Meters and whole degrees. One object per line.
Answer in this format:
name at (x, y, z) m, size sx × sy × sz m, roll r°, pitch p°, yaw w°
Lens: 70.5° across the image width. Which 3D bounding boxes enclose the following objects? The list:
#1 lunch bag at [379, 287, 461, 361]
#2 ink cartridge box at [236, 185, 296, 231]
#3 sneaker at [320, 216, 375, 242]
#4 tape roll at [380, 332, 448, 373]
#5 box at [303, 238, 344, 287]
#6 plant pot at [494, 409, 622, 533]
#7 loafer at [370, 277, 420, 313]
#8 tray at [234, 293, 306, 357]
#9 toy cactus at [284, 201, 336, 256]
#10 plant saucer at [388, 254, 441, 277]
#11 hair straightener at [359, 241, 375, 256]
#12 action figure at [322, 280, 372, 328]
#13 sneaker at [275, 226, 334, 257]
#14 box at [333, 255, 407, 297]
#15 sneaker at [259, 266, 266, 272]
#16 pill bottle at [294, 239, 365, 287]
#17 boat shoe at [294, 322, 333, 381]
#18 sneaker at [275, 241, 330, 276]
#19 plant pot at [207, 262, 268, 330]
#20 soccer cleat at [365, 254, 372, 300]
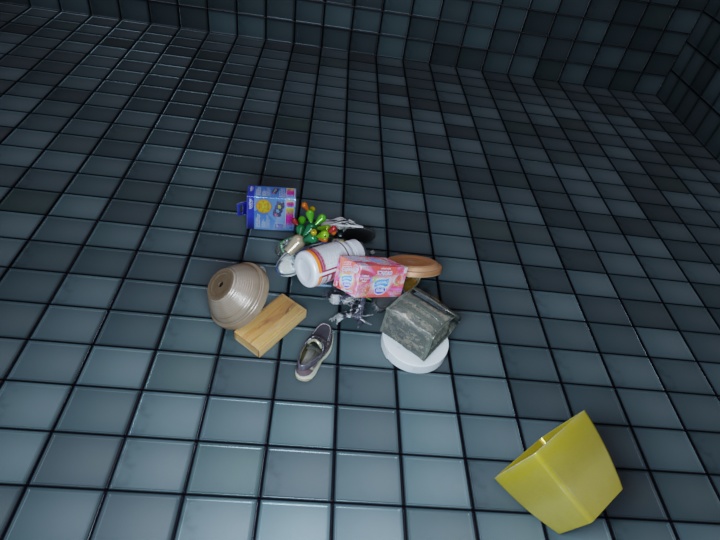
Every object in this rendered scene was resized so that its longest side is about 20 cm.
lunch bag at (0.183, 0.136, 1.471) m, size 0.163 × 0.118 × 0.199 m, roll 33°, pitch 42°, yaw 22°
ink cartridge box at (-0.325, -0.215, 1.767) m, size 0.197 × 0.138 × 0.077 m, roll 3°, pitch 38°, yaw -8°
sneaker at (-0.043, -0.154, 1.806) m, size 0.197 × 0.075 × 0.089 m, roll 7°, pitch 45°, yaw -5°
tape roll at (0.159, 0.210, 1.498) m, size 0.200 × 0.037 × 0.204 m, roll 5°, pitch 44°, yaw -5°
box at (-0.119, -0.030, 1.688) m, size 0.135 × 0.038 × 0.201 m, roll 3°, pitch 44°, yaw -7°
plant pot at (0.472, 0.479, 1.181) m, size 0.199 × 0.201 × 0.177 m, roll -23°, pitch 64°, yaw -31°
loafer at (0.111, 0.064, 1.599) m, size 0.199 × 0.072 × 0.073 m, roll -36°, pitch 88°, yaw -36°
tray at (-0.258, 0.154, 1.473) m, size 0.098 × 0.037 × 0.200 m, roll 31°, pitch 46°, yaw 20°
toy cactus at (-0.168, -0.117, 1.555) m, size 0.165 × 0.102 × 0.200 m, roll -46°, pitch 46°, yaw -9°
plant saucer at (0.169, -0.019, 1.674) m, size 0.198 × 0.033 × 0.200 m, roll 4°, pitch 15°, yaw -1°
hair straightener at (0.027, -0.029, 1.688) m, size 0.040 × 0.077 × 0.201 m, roll -8°, pitch 47°, yaw -22°
action figure at (-0.051, 0.103, 1.511) m, size 0.101 × 0.120 × 0.200 m, roll -20°, pitch 39°, yaw -30°
sneaker at (-0.187, -0.089, 1.671) m, size 0.198 × 0.079 × 0.085 m, roll -21°, pitch 17°, yaw -20°
box at (0.031, 0.017, 1.491) m, size 0.199 × 0.096 × 0.102 m, roll 1°, pitch 18°, yaw -45°
sneaker at (-0.353, 0.075, 1.521) m, size 0.098 × 0.071 × 0.202 m, roll 0°, pitch 53°, yaw 14°
pill bottle at (-0.088, -0.027, 1.521) m, size 0.199 × 0.110 × 0.110 m, roll -19°, pitch 50°, yaw -38°
boat shoe at (-0.124, 0.214, 1.415) m, size 0.071 × 0.065 × 0.201 m, roll 19°, pitch 43°, yaw 11°
sneaker at (-0.170, -0.045, 1.584) m, size 0.199 × 0.085 × 0.078 m, roll -27°, pitch 93°, yaw -21°
plant pot at (-0.364, 0.057, 1.435) m, size 0.199 × 0.093 × 0.203 m, roll -16°, pitch 56°, yaw 24°
soccer cleat at (0.000, 0.000, 1.622) m, size 0.067 × 0.081 × 0.201 m, roll -5°, pitch 58°, yaw -52°
